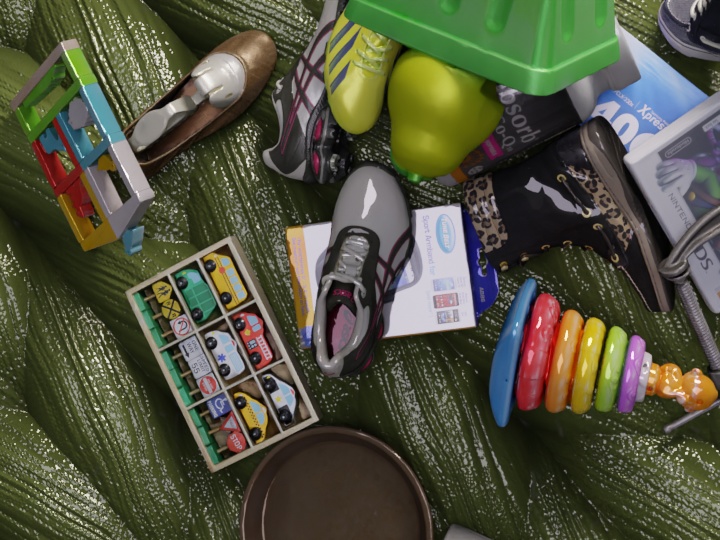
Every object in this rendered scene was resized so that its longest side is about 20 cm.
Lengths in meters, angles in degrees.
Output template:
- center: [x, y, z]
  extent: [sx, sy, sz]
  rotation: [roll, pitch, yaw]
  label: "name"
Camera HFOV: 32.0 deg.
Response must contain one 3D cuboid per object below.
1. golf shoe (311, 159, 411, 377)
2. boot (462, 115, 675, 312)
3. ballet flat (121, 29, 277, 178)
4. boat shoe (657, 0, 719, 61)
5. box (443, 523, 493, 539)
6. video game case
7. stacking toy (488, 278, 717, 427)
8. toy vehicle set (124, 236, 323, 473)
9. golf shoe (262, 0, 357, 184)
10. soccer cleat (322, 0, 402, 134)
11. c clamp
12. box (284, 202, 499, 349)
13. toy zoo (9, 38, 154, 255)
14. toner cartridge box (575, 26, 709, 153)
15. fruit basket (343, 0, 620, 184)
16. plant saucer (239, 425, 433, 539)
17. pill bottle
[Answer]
- center: [0.000, 0.000, 1.147]
  extent: [0.076, 0.088, 0.203]
  rotation: [10, 92, 9]
  label: "golf shoe"
- center: [0.196, -0.032, 1.163]
  extent: [0.149, 0.074, 0.201]
  rotation: [-19, 118, 26]
  label: "boot"
- center: [-0.166, -0.161, 1.220]
  extent: [0.199, 0.072, 0.068]
  rotation: [-35, 88, 8]
  label: "ballet flat"
- center: [0.315, -0.227, 1.076]
  extent: [0.075, 0.200, 0.093]
  rotation: [-41, 127, -4]
  label: "boat shoe"
- center: [0.137, 0.346, 1.126]
  extent: [0.198, 0.199, 0.132]
  rotation: [23, 96, 8]
  label: "box"
- center: [0.359, -0.084, 1.121]
  extent: [0.199, 0.023, 0.183]
  rotation: [-34, 114, 6]
  label: "video game case"
- center: [0.222, 0.089, 1.134]
  extent: [0.197, 0.110, 0.118]
  rotation: [11, 119, 13]
  label: "stacking toy"
- center: [-0.136, 0.083, 1.247]
  extent: [0.123, 0.027, 0.202]
  rotation: [-27, 88, 9]
  label: "toy vehicle set"
- center: [-0.043, -0.185, 1.200]
  extent: [0.087, 0.077, 0.203]
  rotation: [10, 88, 23]
  label: "golf shoe"
- center: [0.019, -0.223, 1.124]
  extent: [0.064, 0.083, 0.203]
  rotation: [18, 83, -30]
  label: "soccer cleat"
- center: [0.327, 0.038, 1.136]
  extent: [0.169, 0.027, 0.202]
  rotation: [-25, 115, -1]
  label: "c clamp"
- center: [0.032, 0.004, 1.211]
  extent: [0.197, 0.041, 0.121]
  rotation: [-8, 91, 11]
  label: "box"
- center: [-0.267, -0.105, 1.226]
  extent: [0.131, 0.020, 0.202]
  rotation: [-29, 86, 48]
  label: "toy zoo"
- center: [0.234, -0.170, 1.171]
  extent: [0.199, 0.043, 0.095]
  rotation: [39, 96, 6]
  label: "toner cartridge box"
- center: [0.089, -0.175, 1.009]
  extent: [0.214, 0.155, 0.219]
  rotation: [20, 122, 34]
  label: "fruit basket"
- center: [-0.023, 0.252, 1.224]
  extent: [0.197, 0.029, 0.203]
  rotation: [0, 89, 16]
  label: "plant saucer"
- center: [0.138, -0.166, 1.107]
  extent: [0.198, 0.116, 0.118]
  rotation: [-26, 88, 14]
  label: "pill bottle"
